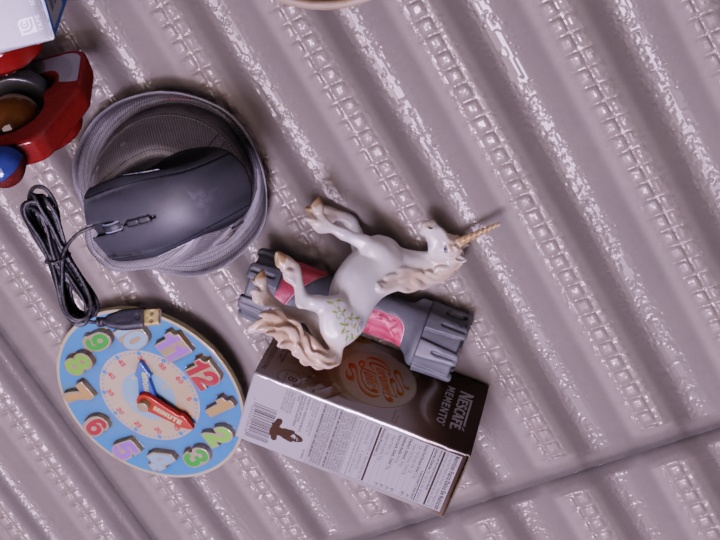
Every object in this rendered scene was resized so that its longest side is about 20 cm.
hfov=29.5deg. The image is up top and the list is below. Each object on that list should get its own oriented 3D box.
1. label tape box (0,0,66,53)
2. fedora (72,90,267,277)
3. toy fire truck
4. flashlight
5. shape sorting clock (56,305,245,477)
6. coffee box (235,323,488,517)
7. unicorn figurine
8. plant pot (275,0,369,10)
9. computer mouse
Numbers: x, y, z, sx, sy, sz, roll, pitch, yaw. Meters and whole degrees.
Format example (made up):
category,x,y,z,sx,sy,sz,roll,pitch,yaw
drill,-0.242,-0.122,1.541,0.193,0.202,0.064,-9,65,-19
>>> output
category,x,y,z,sx,sy,sz,roll,pitch,yaw
label tape box,-0.339,-0.208,1.085,0.200,0.143,0.066,-16,119,2
fedora,-0.178,-0.059,1.187,0.200,0.090,0.177,-31,106,29
toy fire truck,-0.320,-0.116,1.128,0.200,0.168,0.112,-12,134,7
flashlight,-0.007,0.043,1.210,0.200,0.068,0.068,21,126,4
shape sorting clock,-0.206,0.122,1.329,0.200,0.039,0.200,7,120,12
coffee box,0.004,0.126,1.228,0.200,0.114,0.080,20,122,3
unicorn figurine,0.000,0.000,1.162,0.137,0.074,0.200,37,84,-6
plant pot,-0.024,-0.302,1.005,0.201,0.093,0.201,7,120,11
computer mouse,-0.178,-0.017,1.127,0.200,0.046,0.141,-12,107,12
